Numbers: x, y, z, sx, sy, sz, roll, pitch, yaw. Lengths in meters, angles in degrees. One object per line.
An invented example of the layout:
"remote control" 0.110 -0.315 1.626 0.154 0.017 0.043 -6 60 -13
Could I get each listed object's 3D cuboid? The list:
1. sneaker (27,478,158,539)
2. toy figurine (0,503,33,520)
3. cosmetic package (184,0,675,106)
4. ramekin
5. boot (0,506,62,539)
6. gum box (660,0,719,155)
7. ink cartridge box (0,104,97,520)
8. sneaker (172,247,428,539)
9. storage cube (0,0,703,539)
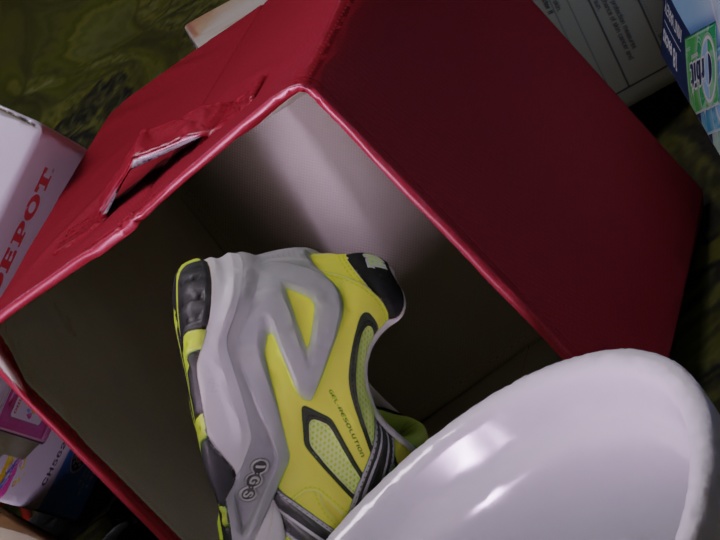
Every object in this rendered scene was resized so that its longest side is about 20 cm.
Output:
"sneaker" -0.068 0.052 1.294 0.200 0.060 0.104 -59 26 -11
"toy figurine" -0.174 0.078 1.381 0.184 0.150 0.201 -30 49 27
"cosmetic package" 0.041 -0.097 1.212 0.199 0.104 0.087 -27 22 -2
"ramekin" 0.054 0.130 0.864 0.200 0.098 0.201 -39 22 20
"boot" -0.184 0.169 1.245 0.200 0.072 0.155 20 78 49
"gum box" 0.148 -0.144 1.068 0.044 0.201 0.170 -2 24 -6
"ink cartridge box" -0.153 0.012 1.193 0.145 0.084 0.200 -65 -21 -2
"sneaker" -0.009 0.088 0.973 0.076 0.201 0.075 -12 23 -4
"storage cube" 0.000 0.000 1.075 0.171 0.200 0.180 -36 17 29
